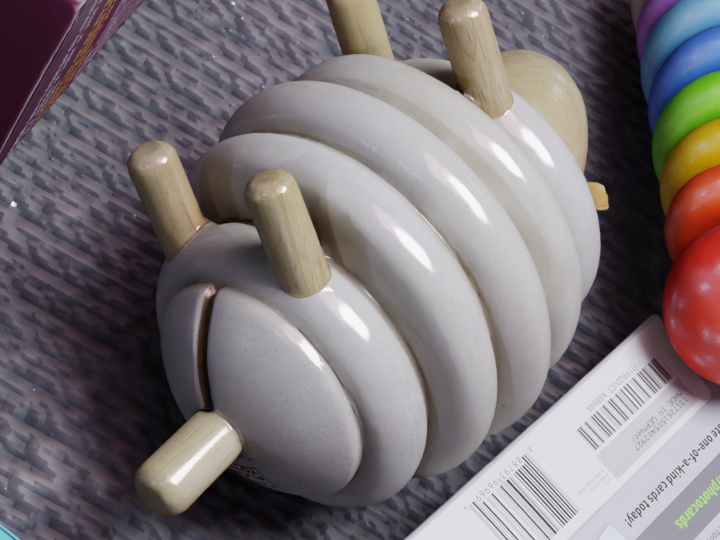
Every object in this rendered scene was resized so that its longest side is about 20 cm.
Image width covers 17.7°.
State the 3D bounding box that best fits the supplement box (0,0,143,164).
[{"bbox_3d":[-0.107,-0.148,0.739,0.131,0.103,0.200,37,49,-4],"label":"supplement box"}]

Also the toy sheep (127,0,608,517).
[{"bbox_3d":[0.000,0.000,0.687,0.138,0.138,0.200,47,62,5],"label":"toy sheep"}]

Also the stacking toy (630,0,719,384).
[{"bbox_3d":[0.136,-0.039,0.802,0.085,0.086,0.201,23,42,-15],"label":"stacking toy"}]

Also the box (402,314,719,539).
[{"bbox_3d":[0.111,0.131,0.722,0.200,0.041,0.156,47,48,6],"label":"box"}]

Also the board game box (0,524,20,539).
[{"bbox_3d":[-0.199,0.095,0.560,0.151,0.047,0.200,40,49,-1],"label":"board game box"}]
